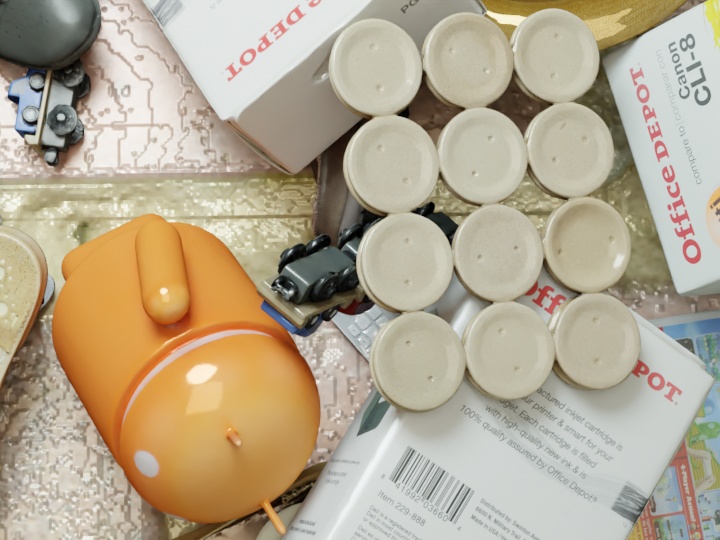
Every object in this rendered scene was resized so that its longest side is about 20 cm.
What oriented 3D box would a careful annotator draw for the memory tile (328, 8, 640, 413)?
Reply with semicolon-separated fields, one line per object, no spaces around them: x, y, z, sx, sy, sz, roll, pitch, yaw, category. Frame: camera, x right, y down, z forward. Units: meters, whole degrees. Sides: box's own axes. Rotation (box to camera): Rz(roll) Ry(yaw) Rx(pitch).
0.065;-0.033;1.103;0.152;0.017;0.202;-7;86;-19;memory tile

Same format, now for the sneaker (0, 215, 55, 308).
-0.220;-0.041;1.210;0.107;0.070;0.202;10;87;5;sneaker

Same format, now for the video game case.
0.142;0.104;1.218;0.198;0.017;0.144;-8;80;-6;video game case

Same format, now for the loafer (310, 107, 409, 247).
-0.012;-0.105;1.235;0.070;0.073;0.202;0;78;18;loafer

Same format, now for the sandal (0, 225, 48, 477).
-0.226;0.081;1.151;0.077;0.070;0.213;20;104;1;sandal

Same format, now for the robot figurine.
-0.094;0.052;1.150;0.116;0.200;0.145;7;121;-37;robot figurine

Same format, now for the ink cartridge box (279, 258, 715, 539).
0.074;0.102;1.148;0.145;0.084;0.201;35;77;-11;ink cartridge box

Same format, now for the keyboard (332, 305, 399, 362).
0.051;0.062;1.232;0.056;0.011;0.200;-41;84;-8;keyboard

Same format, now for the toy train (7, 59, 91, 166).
-0.173;-0.160;1.250;0.045;0.034;0.202;7;80;3;toy train

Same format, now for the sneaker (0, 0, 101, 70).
-0.233;-0.188;1.210;0.200;0.088;0.074;40;91;14;sneaker

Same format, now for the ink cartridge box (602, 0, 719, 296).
0.260;-0.087;1.150;0.144;0.199;0.147;-7;77;-45;ink cartridge box

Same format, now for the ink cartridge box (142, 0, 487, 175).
-0.046;-0.174;1.178;0.146;0.083;0.201;-39;57;8;ink cartridge box

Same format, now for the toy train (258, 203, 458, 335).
0.000;0.000;1.152;0.034;0.200;0.046;40;114;15;toy train

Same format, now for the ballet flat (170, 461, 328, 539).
-0.078;0.168;1.184;0.199;0.063;0.069;-37;86;-7;ballet flat

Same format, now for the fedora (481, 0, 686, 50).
0.116;-0.185;1.227;0.199;0.082;0.202;-4;59;6;fedora
